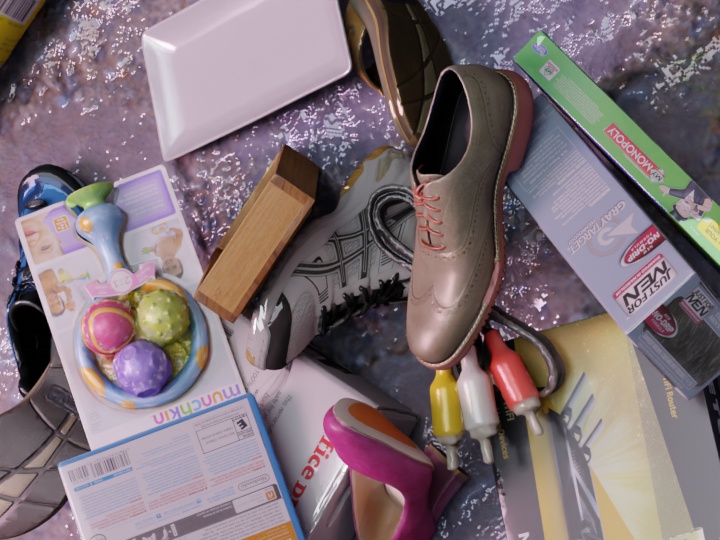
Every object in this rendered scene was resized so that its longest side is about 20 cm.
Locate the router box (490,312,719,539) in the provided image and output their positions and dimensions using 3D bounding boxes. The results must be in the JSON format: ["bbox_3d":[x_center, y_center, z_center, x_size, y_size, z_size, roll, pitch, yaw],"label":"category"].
[{"bbox_3d":[0.171,0.132,1.499,0.156,0.052,0.202,-17,76,20],"label":"router box"}]

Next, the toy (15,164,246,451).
[{"bbox_3d":[-0.160,0.031,1.544,0.114,0.047,0.201,-20,74,-2],"label":"toy"}]

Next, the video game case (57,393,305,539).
[{"bbox_3d":[-0.105,0.200,1.496,0.142,0.018,0.201,-20,77,-5],"label":"video game case"}]

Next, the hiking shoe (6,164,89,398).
[{"bbox_3d":[-0.227,0.013,1.669,0.074,0.087,0.202,-16,77,20],"label":"hiking shoe"}]

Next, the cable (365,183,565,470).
[{"bbox_3d":[0.069,0.028,1.489,0.097,0.050,0.201,-23,85,17],"label":"cable"}]

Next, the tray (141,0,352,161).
[{"bbox_3d":[-0.082,-0.160,1.638,0.199,0.022,0.108,-22,74,39],"label":"tray"}]

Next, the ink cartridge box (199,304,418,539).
[{"bbox_3d":[-0.080,0.113,1.592,0.199,0.084,0.145,32,96,25],"label":"ink cartridge box"}]

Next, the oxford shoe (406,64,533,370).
[{"bbox_3d":[0.053,-0.037,1.443,0.070,0.075,0.202,10,90,42],"label":"oxford shoe"}]

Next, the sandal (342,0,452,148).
[{"bbox_3d":[0.013,-0.171,1.601,0.054,0.080,0.201,-34,68,33],"label":"sandal"}]

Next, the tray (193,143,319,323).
[{"bbox_3d":[-0.069,-0.029,1.550,0.037,0.200,0.099,33,97,-4],"label":"tray"}]

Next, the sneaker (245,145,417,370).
[{"bbox_3d":[0.000,0.000,1.543,0.087,0.076,0.200,32,63,12],"label":"sneaker"}]

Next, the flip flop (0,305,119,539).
[{"bbox_3d":[-0.214,0.106,1.580,0.081,0.058,0.201,33,80,6],"label":"flip flop"}]

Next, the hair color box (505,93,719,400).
[{"bbox_3d":[0.165,-0.017,1.451,0.061,0.099,0.200,-41,46,7],"label":"hair color box"}]

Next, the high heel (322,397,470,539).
[{"bbox_3d":[0.003,0.147,1.490,0.067,0.200,0.096,42,93,23],"label":"high heel"}]

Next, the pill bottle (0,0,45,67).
[{"bbox_3d":[-0.329,-0.182,1.728,0.109,0.109,0.201,39,98,23],"label":"pill bottle"}]

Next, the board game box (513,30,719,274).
[{"bbox_3d":[0.191,-0.066,1.473,0.029,0.134,0.200,-44,68,6],"label":"board game box"}]
